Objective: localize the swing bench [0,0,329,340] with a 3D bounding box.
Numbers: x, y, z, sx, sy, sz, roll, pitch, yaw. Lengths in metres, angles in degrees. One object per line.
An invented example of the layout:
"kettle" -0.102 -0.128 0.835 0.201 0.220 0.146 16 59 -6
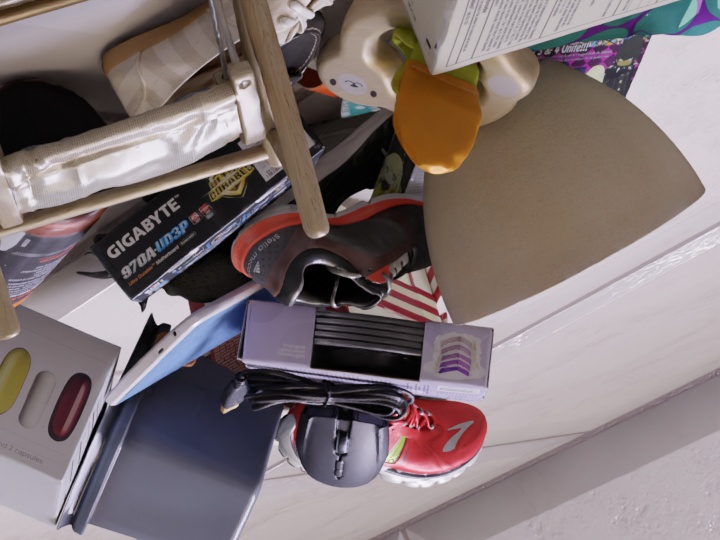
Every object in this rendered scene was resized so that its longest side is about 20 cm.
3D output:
"swing bench" -0.141 -0.100 1.033 0.198 0.201 0.130 -17 -152 -8

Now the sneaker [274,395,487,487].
"sneaker" 0.029 0.132 1.564 0.199 0.077 0.085 0 143 -29

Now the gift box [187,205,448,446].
"gift box" -0.026 0.042 1.650 0.184 0.201 0.187 -25 150 27

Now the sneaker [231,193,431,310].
"sneaker" 0.000 0.000 1.337 0.199 0.082 0.077 -7 137 -40

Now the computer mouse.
"computer mouse" -0.041 0.128 1.425 0.140 0.046 0.200 9 158 -4

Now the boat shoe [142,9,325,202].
"boat shoe" -0.089 -0.110 1.258 0.200 0.057 0.067 -32 161 36

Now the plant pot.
"plant pot" 0.122 -0.068 1.300 0.200 0.135 0.200 -28 -178 1

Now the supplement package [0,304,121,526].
"supplement package" -0.293 0.087 1.379 0.199 0.111 0.156 23 157 -3

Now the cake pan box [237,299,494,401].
"cake pan box" 0.006 0.063 1.408 0.183 0.053 0.200 5 174 3

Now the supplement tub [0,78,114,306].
"supplement tub" -0.241 -0.035 1.222 0.107 0.107 0.200 -9 161 -36

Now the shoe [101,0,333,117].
"shoe" -0.070 -0.149 1.152 0.199 0.054 0.070 -27 162 23

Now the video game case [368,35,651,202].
"video game case" 0.115 -0.117 1.411 0.199 0.036 0.182 -10 136 -35

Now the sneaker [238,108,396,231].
"sneaker" -0.018 -0.092 1.411 0.200 0.079 0.074 -35 145 -8

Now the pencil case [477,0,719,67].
"pencil case" 0.163 -0.189 1.262 0.199 0.085 0.093 -11 136 -30

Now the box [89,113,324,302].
"box" -0.103 -0.043 1.262 0.159 0.046 0.200 -38 -178 -4

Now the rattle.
"rattle" 0.012 -0.097 1.209 0.199 0.144 0.130 -11 154 41

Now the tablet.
"tablet" -0.096 0.033 1.391 0.130 0.014 0.200 -42 173 40

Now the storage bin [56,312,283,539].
"storage bin" -0.139 0.134 1.478 0.200 0.134 0.146 -79 -167 -67

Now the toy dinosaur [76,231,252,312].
"toy dinosaur" -0.112 -0.004 1.469 0.199 0.077 0.102 2 -149 26

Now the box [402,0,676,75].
"box" 0.120 -0.211 1.083 0.199 0.109 0.128 -18 166 -11
